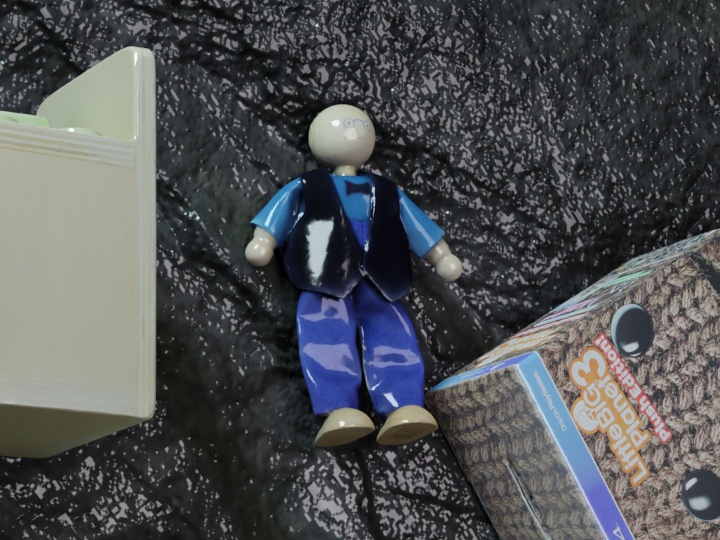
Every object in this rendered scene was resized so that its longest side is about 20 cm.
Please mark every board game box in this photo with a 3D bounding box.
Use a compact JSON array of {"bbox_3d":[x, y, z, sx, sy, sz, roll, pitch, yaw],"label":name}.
[{"bbox_3d":[0.166,0.092,1.556,0.200,0.097,0.160,-31,95,-35],"label":"board game box"}]

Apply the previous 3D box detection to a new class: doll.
[{"bbox_3d":[0.000,0.000,1.501,0.136,0.048,0.201,-1,71,-24],"label":"doll"}]

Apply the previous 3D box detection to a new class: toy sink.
[{"bbox_3d":[-0.183,-0.014,1.336,0.112,0.130,0.201,8,74,-31],"label":"toy sink"}]
